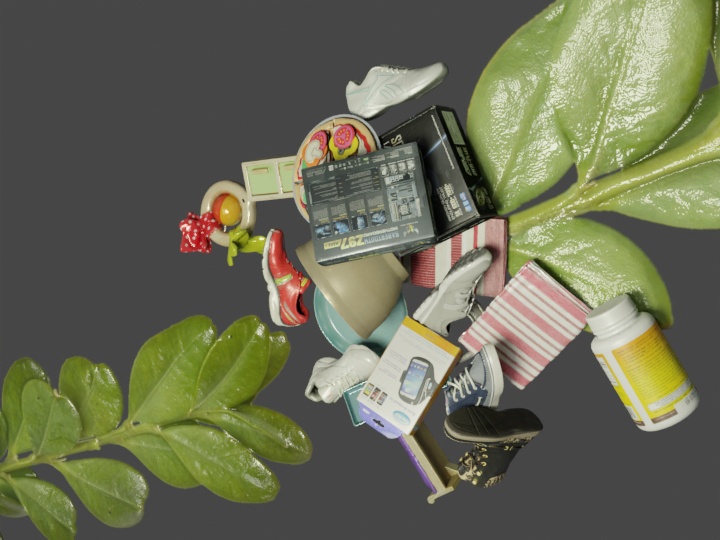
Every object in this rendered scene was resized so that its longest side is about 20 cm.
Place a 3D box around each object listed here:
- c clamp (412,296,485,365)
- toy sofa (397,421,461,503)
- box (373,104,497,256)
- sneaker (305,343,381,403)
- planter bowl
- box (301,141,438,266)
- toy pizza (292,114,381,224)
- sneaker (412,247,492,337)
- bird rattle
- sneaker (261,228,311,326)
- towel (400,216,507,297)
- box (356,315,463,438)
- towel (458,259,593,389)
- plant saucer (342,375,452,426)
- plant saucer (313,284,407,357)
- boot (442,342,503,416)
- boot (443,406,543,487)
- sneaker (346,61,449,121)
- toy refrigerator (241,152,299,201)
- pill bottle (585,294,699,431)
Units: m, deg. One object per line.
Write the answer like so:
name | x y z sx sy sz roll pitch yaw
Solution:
c clamp | 0.178 0.136 1.465 0.199 0.027 0.172 -26 92 30
toy sofa | 0.104 0.333 1.531 0.097 0.083 0.201 -34 88 30
box | 0.112 -0.150 1.363 0.163 0.086 0.202 -25 83 31
sneaker | -0.033 0.208 1.533 0.078 0.100 0.199 43 139 -14
planter bowl | 0.000 0.000 1.410 0.134 0.200 0.201 -38 85 3
box | 0.014 -0.105 1.298 0.198 0.051 0.160 -13 79 11
toy pizza | -0.047 -0.170 1.385 0.199 0.032 0.203 -6 80 36
sneaker | 0.175 0.038 1.400 0.082 0.075 0.200 39 133 1
bird rattle | -0.267 -0.098 1.611 0.199 0.112 0.165 22 103 34
sneaker | -0.137 0.011 1.577 0.084 0.077 0.202 -2 111 16
towel | 0.162 -0.033 1.428 0.198 0.023 0.146 9 111 27
box | 0.082 0.197 1.447 0.118 0.041 0.201 31 89 23
towel | 0.282 0.096 1.387 0.146 0.030 0.201 39 117 1
plant saucer | 0.067 0.215 1.477 0.198 0.019 0.071 -25 69 9
plant saucer | 0.003 0.072 1.538 0.198 0.027 0.203 8 108 25
boot | 0.190 0.198 1.389 0.089 0.073 0.201 -13 143 -4
boot | 0.211 0.312 1.424 0.073 0.198 0.152 58 135 42
sneaker | 0.055 -0.317 1.371 0.199 0.070 0.081 -18 94 31
toy refrigerator | -0.119 -0.177 1.503 0.198 0.070 0.077 -2 104 29
pill bottle | 0.441 0.143 1.283 0.109 0.109 0.201 -31 90 31
